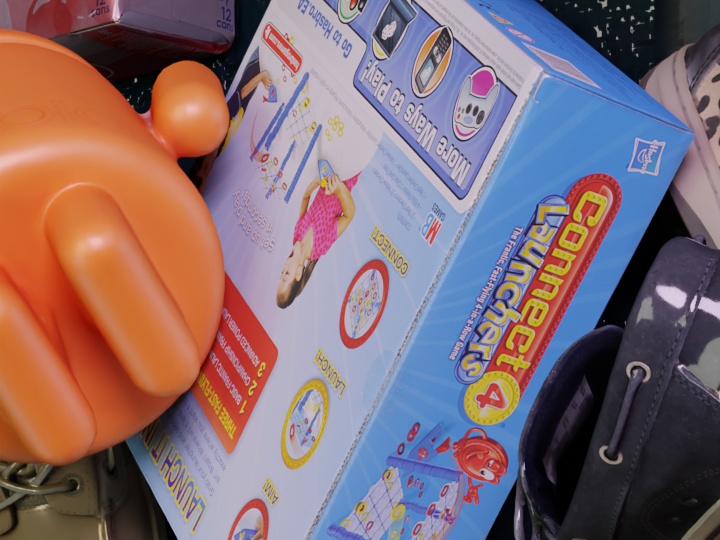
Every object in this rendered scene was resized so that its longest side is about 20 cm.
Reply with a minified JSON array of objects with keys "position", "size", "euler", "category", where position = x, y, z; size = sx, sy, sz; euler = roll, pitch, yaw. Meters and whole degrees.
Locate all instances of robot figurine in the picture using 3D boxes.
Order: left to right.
[{"position":[-0.112,-0.012,0.867],"size":[0.144,0.116,0.200],"euler":[-67,27,13],"category":"robot figurine"}]

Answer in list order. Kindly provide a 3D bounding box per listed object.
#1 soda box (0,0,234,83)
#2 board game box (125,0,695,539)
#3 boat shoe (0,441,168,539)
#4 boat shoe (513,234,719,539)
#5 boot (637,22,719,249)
[{"position":[-0.138,-0.105,1.024],"size":[0.199,0.063,0.070],"euler":[-9,76,41],"category":"soda box"},{"position":[0.000,0.000,0.833],"size":[0.197,0.056,0.200],"euler":[-64,27,14],"category":"board game box"},{"position":[-0.117,0.066,0.960],"size":[0.072,0.065,0.201],"euler":[-13,70,23],"category":"boat shoe"},{"position":[0.072,0.049,0.688],"size":[0.075,0.062,0.200],"euler":[-63,-1,-28],"category":"boat shoe"},{"position":[0.171,-0.025,0.714],"size":[0.151,0.073,0.201],"euler":[-45,49,28],"category":"boot"}]
